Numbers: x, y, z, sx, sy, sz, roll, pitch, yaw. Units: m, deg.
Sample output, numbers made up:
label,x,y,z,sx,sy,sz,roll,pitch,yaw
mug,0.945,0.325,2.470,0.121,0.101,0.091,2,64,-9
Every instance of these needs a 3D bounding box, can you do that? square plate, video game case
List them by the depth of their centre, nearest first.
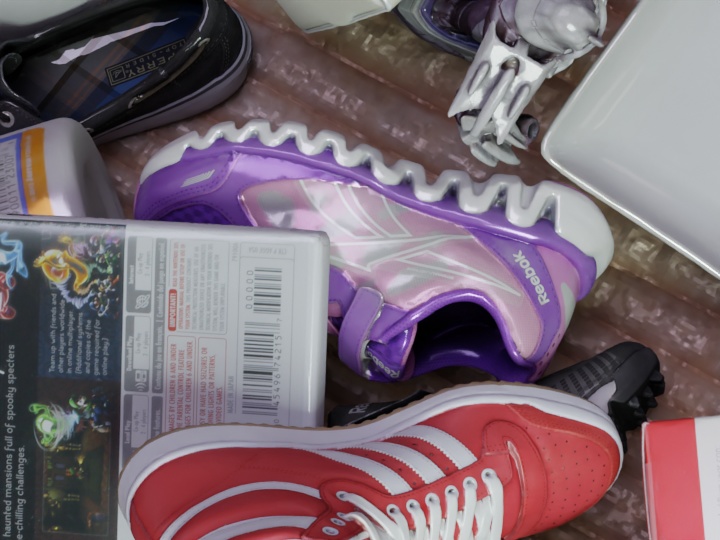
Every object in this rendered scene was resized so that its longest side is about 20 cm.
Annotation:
label,x,y,z,sx,sy,sz,roll,pitch,yaw
video game case,-0.105,0.079,1.154,0.181,0.023,0.201,3,96,11
square plate,0.203,-0.072,1.196,0.198,0.028,0.200,35,79,-6

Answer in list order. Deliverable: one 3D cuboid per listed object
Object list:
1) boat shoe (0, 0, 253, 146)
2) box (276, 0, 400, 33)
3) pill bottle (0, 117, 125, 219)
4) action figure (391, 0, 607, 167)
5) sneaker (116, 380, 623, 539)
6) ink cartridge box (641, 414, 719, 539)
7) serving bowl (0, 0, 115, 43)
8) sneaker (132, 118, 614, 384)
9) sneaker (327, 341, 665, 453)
label,x,y,z,sx,sy,sz,roll,pitch,yaw
boat shoe,-0.146,-0.077,1.279,0.200,0.066,0.070,-19,67,5
box,0.031,-0.209,1.232,0.200,0.128,0.109,-42,102,-14
pill bottle,-0.201,0.013,1.234,0.200,0.112,0.112,-17,68,6
action figure,0.073,-0.111,1.182,0.069,0.200,0.130,40,92,-15
sneaker,0.016,0.100,1.072,0.199,0.071,0.113,-7,27,-13
ink cartridge box,0.177,0.099,1.123,0.199,0.116,0.067,-6,70,9
serving bowl,-0.167,-0.204,1.295,0.200,0.066,0.201,0,90,20
sneaker,0.000,0.000,1.168,0.200,0.081,0.089,11,62,6
sneaker,0.031,0.079,1.187,0.200,0.066,0.091,-37,70,-1
